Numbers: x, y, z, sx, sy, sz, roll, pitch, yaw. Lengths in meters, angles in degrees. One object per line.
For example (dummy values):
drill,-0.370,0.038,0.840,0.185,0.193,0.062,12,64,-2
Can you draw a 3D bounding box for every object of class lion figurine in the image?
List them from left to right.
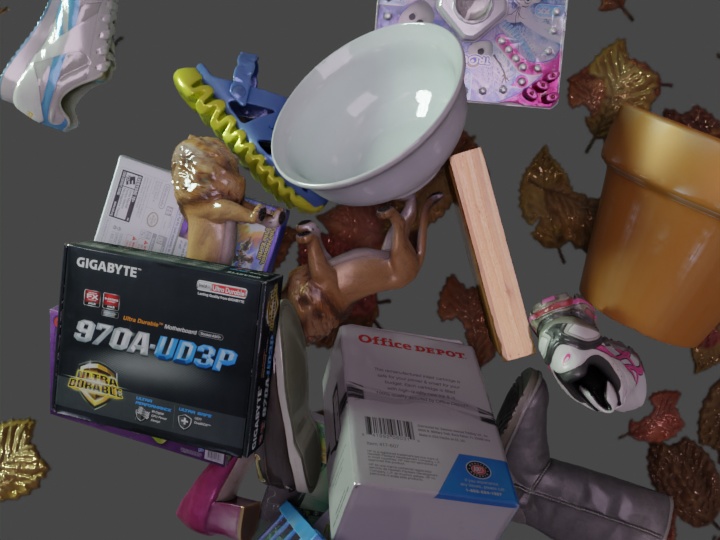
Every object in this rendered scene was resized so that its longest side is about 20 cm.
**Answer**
lion figurine,-0.140,-0.024,0.727,0.122,0.072,0.201,16,100,23
lion figurine,0.000,0.000,0.766,0.199,0.073,0.123,-16,111,-4

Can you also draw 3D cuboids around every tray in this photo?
tray,0.126,-0.017,0.756,0.037,0.099,0.201,-16,92,5

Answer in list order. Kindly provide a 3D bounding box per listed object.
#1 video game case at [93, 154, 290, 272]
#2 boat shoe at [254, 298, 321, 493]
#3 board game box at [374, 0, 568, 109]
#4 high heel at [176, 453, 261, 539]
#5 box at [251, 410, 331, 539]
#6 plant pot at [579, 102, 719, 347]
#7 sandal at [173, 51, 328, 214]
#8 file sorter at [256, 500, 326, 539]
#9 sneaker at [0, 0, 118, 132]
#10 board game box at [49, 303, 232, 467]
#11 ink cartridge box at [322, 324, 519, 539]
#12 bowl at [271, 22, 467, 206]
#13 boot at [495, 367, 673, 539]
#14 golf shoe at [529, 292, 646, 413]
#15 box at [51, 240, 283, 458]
video game case,-0.188,0.004,0.788,0.180,0.045,0.201,18,93,1
boat shoe,-0.083,0.125,0.730,0.060,0.072,0.203,-1,109,17
board game box,0.117,-0.277,0.780,0.198,0.026,0.201,5,93,0
high heel,-0.141,0.178,0.799,0.095,0.067,0.201,6,89,28
box,-0.035,0.262,0.804,0.143,0.036,0.201,18,92,-1
plant pot,0.304,-0.036,0.720,0.199,0.200,0.184,21,109,-1
sandal,-0.097,-0.145,0.767,0.087,0.079,0.200,-41,95,-9
file sorter,-0.049,0.312,0.678,0.123,0.200,0.139,-44,92,-15
sneaker,-0.280,-0.238,0.768,0.081,0.077,0.201,33,99,-10
board game box,-0.213,0.111,0.743,0.199,0.032,0.121,14,115,12
ink cartridge box,0.045,0.152,0.702,0.145,0.200,0.085,11,123,-12
bowl,0.022,-0.131,0.715,0.201,0.201,0.090,-39,132,2
boot,0.229,0.212,0.782,0.199,0.073,0.183,20,107,6
golf shoe,0.226,0.105,0.730,0.072,0.093,0.200,-28,136,27
box,-0.175,0.067,0.680,0.199,0.046,0.160,11,99,14
